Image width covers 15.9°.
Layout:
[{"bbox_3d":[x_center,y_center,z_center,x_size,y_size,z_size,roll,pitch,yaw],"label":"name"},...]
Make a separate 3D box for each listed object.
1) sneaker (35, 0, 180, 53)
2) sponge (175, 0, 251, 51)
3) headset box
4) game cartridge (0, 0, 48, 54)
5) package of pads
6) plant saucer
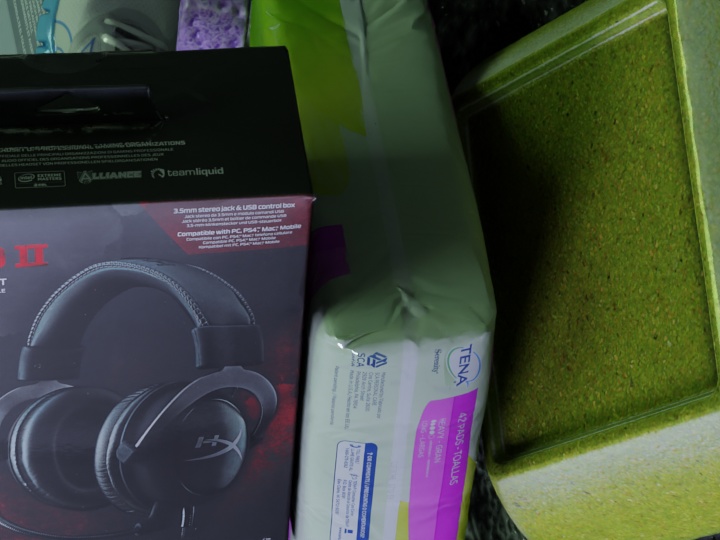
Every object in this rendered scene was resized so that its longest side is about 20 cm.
[{"bbox_3d":[-0.108,-0.069,1.164,0.087,0.075,0.200,-15,60,56],"label":"sneaker"},{"bbox_3d":[-0.062,-0.078,1.063,0.200,0.030,0.112,101,175,-50],"label":"sponge"},{"bbox_3d":[-0.095,0.011,0.848,0.200,0.149,0.077,97,167,-45],"label":"headset box"},{"bbox_3d":[-0.148,-0.152,1.297,0.133,0.040,0.200,-49,48,52],"label":"game cartridge"},{"bbox_3d":[0.000,0.000,0.937,0.155,0.068,0.200,95,169,-48],"label":"package of pads"},{"bbox_3d":[0.091,-0.009,0.871,0.200,0.048,0.200,-26,66,57],"label":"plant saucer"}]
